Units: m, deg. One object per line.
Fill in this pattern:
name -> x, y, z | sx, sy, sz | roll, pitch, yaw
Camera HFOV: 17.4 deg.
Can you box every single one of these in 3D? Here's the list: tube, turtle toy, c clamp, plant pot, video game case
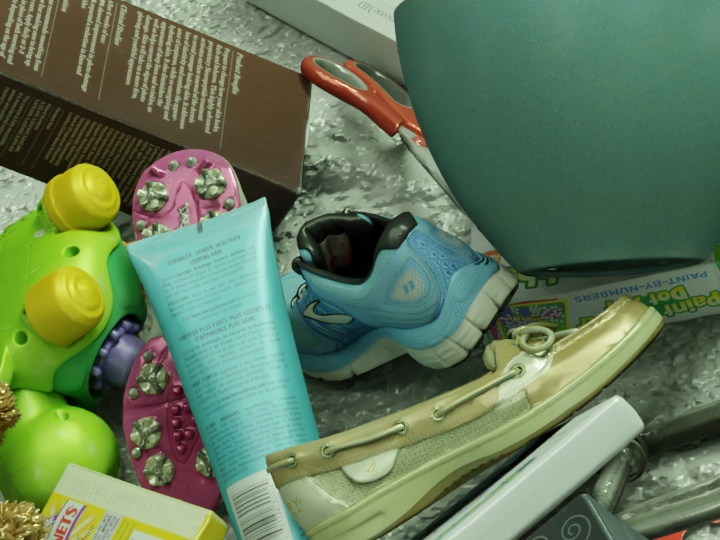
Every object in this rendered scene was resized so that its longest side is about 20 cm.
tube -> -0.057, 0.063, 1.195 | 0.077, 0.050, 0.200 | -18, 71, -1
turtle toy -> -0.172, 0.046, 1.295 | 0.146, 0.101, 0.200 | -31, 40, 32
c clamp -> 0.133, 0.097, 1.087 | 0.171, 0.027, 0.200 | -23, 7, 23
plant pot -> 0.120, -0.068, 1.160 | 0.200, 0.200, 0.135 | -6, 84, 22
video game case -> 0.029, 0.136, 1.076 | 0.200, 0.182, 0.024 | -39, 87, -13

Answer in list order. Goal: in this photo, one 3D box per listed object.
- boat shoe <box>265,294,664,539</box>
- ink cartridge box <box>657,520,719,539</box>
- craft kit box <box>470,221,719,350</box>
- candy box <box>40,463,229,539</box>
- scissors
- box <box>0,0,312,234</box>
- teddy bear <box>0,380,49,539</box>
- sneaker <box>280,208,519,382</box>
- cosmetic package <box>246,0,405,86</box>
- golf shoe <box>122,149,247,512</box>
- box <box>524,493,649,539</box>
boat shoe -> 0.051, 0.064, 1.126 | 0.201, 0.073, 0.063 | -33, 85, 7
ink cartridge box -> 0.191, 0.159, 1.047 | 0.161, 0.050, 0.200 | -32, 45, -6
craft kit box -> 0.159, -0.055, 1.274 | 0.200, 0.049, 0.198 | -12, 48, 16
candy box -> -0.151, 0.198, 1.166 | 0.102, 0.026, 0.200 | 13, 68, 38
scissors -> 0.034, -0.076, 1.345 | 0.200, 0.073, 0.014 | 43, 113, 44
box -> -0.132, -0.093, 1.348 | 0.100, 0.200, 0.075 | -85, 22, -43
teddy bear -> -0.226, 0.126, 1.162 | 0.067, 0.145, 0.200 | -38, 23, 50
sneaker -> 0.000, 0.000, 1.231 | 0.078, 0.090, 0.200 | -55, 20, -24
cosmetic package -> 0.028, -0.202, 1.474 | 0.151, 0.052, 0.200 | -40, 44, -16
golf shoe -> -0.081, 0.039, 1.272 | 0.075, 0.092, 0.200 | 0, 78, 14
box -> 0.068, 0.212, 0.973 | 0.200, 0.106, 0.122 | -42, 42, 13
